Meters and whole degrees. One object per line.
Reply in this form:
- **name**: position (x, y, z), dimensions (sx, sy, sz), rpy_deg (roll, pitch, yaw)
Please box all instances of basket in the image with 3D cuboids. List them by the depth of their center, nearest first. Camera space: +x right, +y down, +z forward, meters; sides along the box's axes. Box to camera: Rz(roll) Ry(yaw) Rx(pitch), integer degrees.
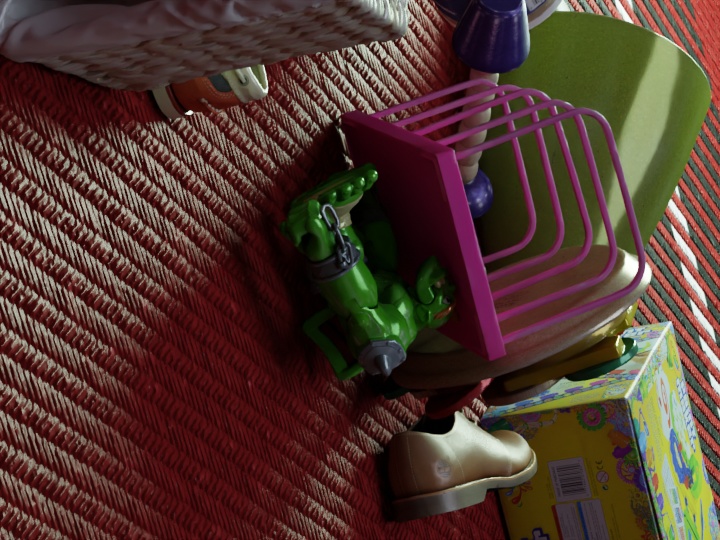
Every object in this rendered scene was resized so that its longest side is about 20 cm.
- **basket**: position (-0.085, -0.207, 1.396), dimensions (0.161, 0.197, 0.202), rpy_deg (22, 61, -69)

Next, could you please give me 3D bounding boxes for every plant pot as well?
- **plant pot**: position (0.165, -0.068, 2.071), dimensions (0.187, 0.186, 0.201), rpy_deg (53, 46, -51)

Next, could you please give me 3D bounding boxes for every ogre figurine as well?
- **ogre figurine**: position (0.000, 0.000, 1.689), dimensions (0.121, 0.098, 0.200), rpy_deg (65, -10, -6)

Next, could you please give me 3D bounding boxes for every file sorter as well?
- **file sorter**: position (0.089, -0.045, 1.762), dimensions (0.200, 0.125, 0.140), rpy_deg (-150, -138, -69)

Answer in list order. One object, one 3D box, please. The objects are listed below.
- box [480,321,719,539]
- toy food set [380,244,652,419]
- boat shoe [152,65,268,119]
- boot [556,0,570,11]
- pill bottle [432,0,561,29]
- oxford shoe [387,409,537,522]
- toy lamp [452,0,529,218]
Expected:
- **box**: position (0.196, 0.171, 2.092), dimensions (0.193, 0.121, 0.201), rpy_deg (-43, 121, -66)
- **toy food set**: position (0.107, 0.042, 1.803), dimensions (0.049, 0.199, 0.198), rpy_deg (67, 20, -14)
- **boat shoe**: position (-0.100, -0.190, 1.540), dimensions (0.071, 0.062, 0.201), rpy_deg (-6, 86, -68)
- **boot**: position (0.139, -0.232, 2.215), dimensions (0.188, 0.068, 0.201), rpy_deg (45, 23, -55)
- **pill bottle**: position (0.075, -0.256, 1.853), dimensions (0.200, 0.110, 0.112), rpy_deg (52, 34, -59)
- **oxford shoe**: position (0.074, 0.126, 1.864), dimensions (0.200, 0.071, 0.072), rpy_deg (-8, 83, -69)
- **toy lamp**: position (0.086, -0.122, 1.899), dimensions (0.201, 0.058, 0.058), rpy_deg (97, 3, -47)
